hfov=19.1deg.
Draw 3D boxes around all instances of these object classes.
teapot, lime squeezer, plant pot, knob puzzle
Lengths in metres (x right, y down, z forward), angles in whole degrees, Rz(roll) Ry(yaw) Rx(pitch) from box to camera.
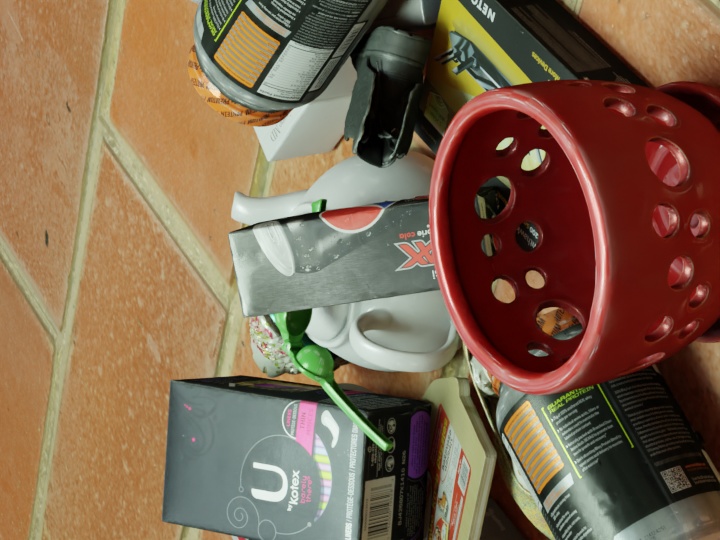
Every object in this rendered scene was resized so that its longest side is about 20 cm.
[{"bbox_3d":[0.000,0.000,1.753,0.200,0.145,0.199,-26,78,58],"label":"teapot"},{"bbox_3d":[-0.028,0.052,1.666,0.070,0.038,0.201,-18,79,16],"label":"lime squeezer"},{"bbox_3d":[0.170,-0.033,1.414,0.200,0.181,0.202,30,126,53],"label":"plant pot"},{"bbox_3d":[0.074,0.176,1.734,0.220,0.030,0.222,-177,90,-76],"label":"knob puzzle"}]

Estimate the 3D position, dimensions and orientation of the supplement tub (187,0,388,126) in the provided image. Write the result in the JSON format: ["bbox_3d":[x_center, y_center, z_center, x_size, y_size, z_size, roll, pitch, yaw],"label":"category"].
[{"bbox_3d":[-0.052,-0.209,1.652,0.200,0.122,0.123,-50,57,44],"label":"supplement tub"}]

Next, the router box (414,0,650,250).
[{"bbox_3d":[0.122,-0.119,1.594,0.200,0.052,0.158,50,140,40],"label":"router box"}]

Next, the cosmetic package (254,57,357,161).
[{"bbox_3d":[-0.071,-0.209,1.874,0.102,0.071,0.201,-51,57,53],"label":"cosmetic package"}]

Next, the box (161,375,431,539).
[{"bbox_3d":[-0.054,0.158,1.756,0.199,0.106,0.123,6,94,33],"label":"box"}]

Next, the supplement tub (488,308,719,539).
[{"bbox_3d":[0.175,0.131,1.508,0.201,0.122,0.123,63,147,25],"label":"supplement tub"}]

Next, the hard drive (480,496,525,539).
[{"bbox_3d":[0.126,0.299,1.745,0.200,0.042,0.135,55,143,34],"label":"hard drive"}]

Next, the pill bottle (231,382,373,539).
[{"bbox_3d":[-0.040,0.186,1.920,0.111,0.110,0.200,64,147,23],"label":"pill bottle"}]

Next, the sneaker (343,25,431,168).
[{"bbox_3d":[0.015,-0.129,1.658,0.200,0.060,0.105,170,115,-84],"label":"sneaker"}]

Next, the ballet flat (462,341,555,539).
[{"bbox_3d":[0.128,0.118,1.643,0.071,0.070,0.201,-54,52,52],"label":"ballet flat"}]

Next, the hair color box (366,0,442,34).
[{"bbox_3d":[0.016,-0.239,1.728,0.200,0.060,0.100,0,99,59],"label":"hair color box"}]

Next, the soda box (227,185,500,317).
[{"bbox_3d":[0.006,-0.014,1.601,0.199,0.063,0.071,-9,96,17],"label":"soda box"}]

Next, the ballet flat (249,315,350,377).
[{"bbox_3d":[-0.055,0.066,1.838,0.064,0.200,0.076,-38,72,15],"label":"ballet flat"}]

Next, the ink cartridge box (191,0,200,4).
[{"bbox_3d":[-0.082,-0.319,1.792,0.119,0.042,0.201,10,79,52],"label":"ink cartridge box"}]
